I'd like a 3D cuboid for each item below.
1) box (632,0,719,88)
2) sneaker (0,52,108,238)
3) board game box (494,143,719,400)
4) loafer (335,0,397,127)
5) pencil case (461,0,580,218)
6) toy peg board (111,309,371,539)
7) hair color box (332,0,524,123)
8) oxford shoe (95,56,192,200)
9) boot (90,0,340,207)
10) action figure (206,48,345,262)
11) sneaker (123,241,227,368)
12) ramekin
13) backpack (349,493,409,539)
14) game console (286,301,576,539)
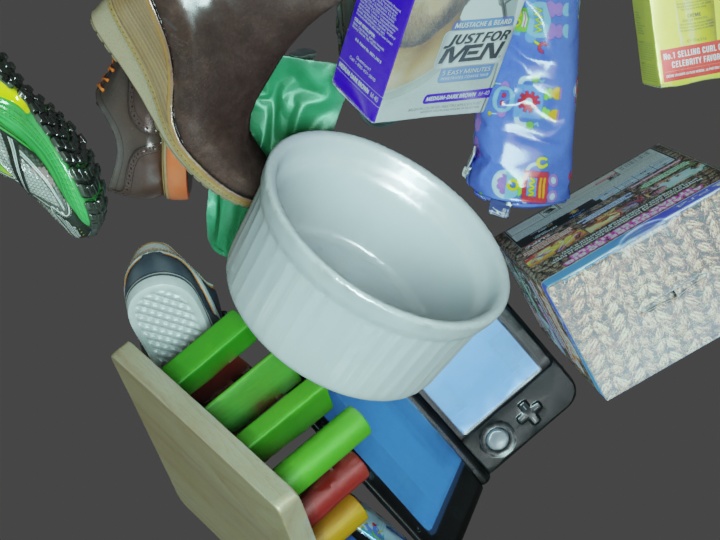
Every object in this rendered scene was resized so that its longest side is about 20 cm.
[{"bbox_3d":[0.249,-0.249,1.203,0.075,0.050,0.201,-10,103,-5],"label":"box"},{"bbox_3d":[-0.272,-0.100,1.172,0.085,0.078,0.200,-42,94,10],"label":"sneaker"},{"bbox_3d":[0.209,-0.006,1.173,0.159,0.200,0.097,-30,103,1],"label":"board game box"},{"bbox_3d":[0.013,-0.200,1.157,0.072,0.063,0.200,-20,140,-15],"label":"loafer"},{"bbox_3d":[0.126,-0.145,1.198,0.086,0.078,0.201,3,102,1],"label":"pencil case"},{"bbox_3d":[-0.065,0.144,1.139,0.098,0.200,0.200,-38,142,-19],"label":"toy peg board"},{"bbox_3d":[0.063,-0.206,1.086,0.109,0.065,0.201,-10,132,-36],"label":"hair color box"},{"bbox_3d":[-0.169,-0.151,1.169,0.072,0.071,0.201,-2,102,-1],"label":"oxford shoe"},{"bbox_3d":[-0.076,-0.152,1.089,0.166,0.072,0.200,-28,116,19],"label":"boot"},{"bbox_3d":[-0.077,-0.076,1.195,0.118,0.055,0.201,13,112,5],"label":"action figure"},{"bbox_3d":[-0.136,0.065,1.219,0.078,0.080,0.201,-13,128,-3],"label":"sneaker"},{"bbox_3d":[0.000,0.000,1.111,0.200,0.201,0.098,27,123,-11],"label":"ramekin"},{"bbox_3d":[0.023,0.292,1.255,0.200,0.154,0.164,32,95,10],"label":"backpack"},{"bbox_3d":[0.063,0.095,1.221,0.176,0.116,0.200,-40,103,3],"label":"game console"}]
